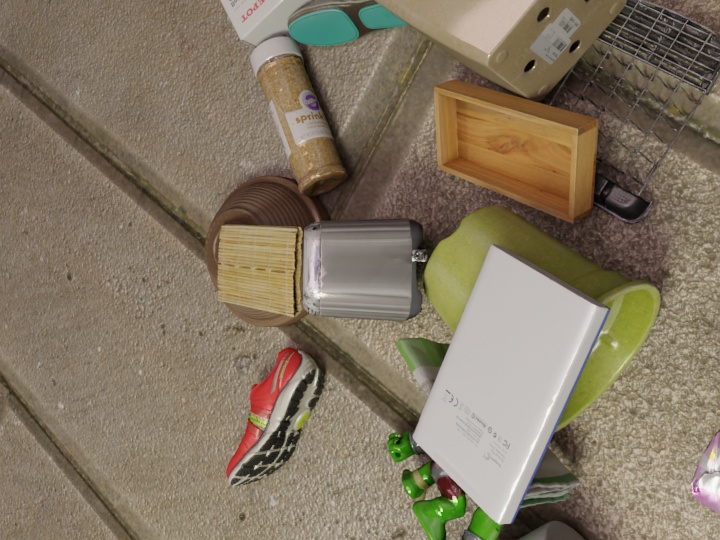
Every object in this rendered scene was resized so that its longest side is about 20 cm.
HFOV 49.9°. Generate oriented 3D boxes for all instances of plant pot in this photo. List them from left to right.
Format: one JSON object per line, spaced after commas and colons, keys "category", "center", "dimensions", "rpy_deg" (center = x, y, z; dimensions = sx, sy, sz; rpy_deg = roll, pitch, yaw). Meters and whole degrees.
{"category": "plant pot", "center": [-0.139, -0.027, 1.017], "dimensions": [0.198, 0.092, 0.204], "rpy_deg": [-1, 88, 31]}
{"category": "plant pot", "center": [0.148, -0.292, 0.782], "dimensions": [0.200, 0.199, 0.178], "rpy_deg": [-49, 60, 20]}
{"category": "plant pot", "center": [0.166, 0.038, 0.796], "dimensions": [0.184, 0.199, 0.202], "rpy_deg": [47, 111, 34]}

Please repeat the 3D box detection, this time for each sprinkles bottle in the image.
{"category": "sprinkles bottle", "center": [-0.081, -0.199, 1.001], "dimensions": [0.068, 0.068, 0.203], "rpy_deg": [-28, 76, 26]}

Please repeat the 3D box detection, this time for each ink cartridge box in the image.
{"category": "ink cartridge box", "center": [-0.125, -0.413, 1.023], "dimensions": [0.145, 0.087, 0.202], "rpy_deg": [-34, 74, 24]}

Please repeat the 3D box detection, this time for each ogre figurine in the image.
{"category": "ogre figurine", "center": [0.109, 0.226, 0.844], "dimensions": [0.119, 0.200, 0.099], "rpy_deg": [-36, 105, 3]}

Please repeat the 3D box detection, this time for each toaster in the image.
{"category": "toaster", "center": [0.000, 0.000, 0.865], "dimensions": [0.127, 0.200, 0.116], "rpy_deg": [0, 89, -4]}

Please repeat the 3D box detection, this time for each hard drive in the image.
{"category": "hard drive", "center": [0.124, 0.095, 0.680], "dimensions": [0.132, 0.025, 0.203], "rpy_deg": [37, 111, 50]}

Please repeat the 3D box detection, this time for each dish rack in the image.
{"category": "dish rack", "center": [0.274, -0.170, 0.804], "dimensions": [0.153, 0.054, 0.202], "rpy_deg": [36, 104, 25]}

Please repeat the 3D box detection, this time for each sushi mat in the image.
{"category": "sushi mat", "center": [-0.121, -0.004, 0.900], "dimensions": [0.199, 0.012, 0.097], "rpy_deg": [6, 95, 56]}

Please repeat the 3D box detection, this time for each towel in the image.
{"category": "towel", "center": [0.132, 0.149, 0.801], "dimensions": [0.031, 0.148, 0.201], "rpy_deg": [-48, 55, 23]}

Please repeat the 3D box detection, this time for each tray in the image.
{"category": "tray", "center": [0.159, -0.132, 0.822], "dimensions": [0.199, 0.037, 0.100], "rpy_deg": [32, 138, 45]}

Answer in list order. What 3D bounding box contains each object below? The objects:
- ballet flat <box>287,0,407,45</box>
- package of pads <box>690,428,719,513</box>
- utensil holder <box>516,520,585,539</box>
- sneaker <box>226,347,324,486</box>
{"category": "ballet flat", "center": [0.000, -0.329, 0.971], "dimensions": [0.197, 0.067, 0.065], "rpy_deg": [-1, 61, 29]}
{"category": "package of pads", "center": [0.365, 0.166, 0.657], "dimensions": [0.120, 0.199, 0.077], "rpy_deg": [25, 106, 31]}
{"category": "utensil holder", "center": [0.159, 0.376, 0.790], "dimensions": [0.200, 0.169, 0.171], "rpy_deg": [-41, 70, 21]}
{"category": "sneaker", "center": [-0.120, 0.192, 1.021], "dimensions": [0.085, 0.077, 0.201], "rpy_deg": [39, 101, 36]}
